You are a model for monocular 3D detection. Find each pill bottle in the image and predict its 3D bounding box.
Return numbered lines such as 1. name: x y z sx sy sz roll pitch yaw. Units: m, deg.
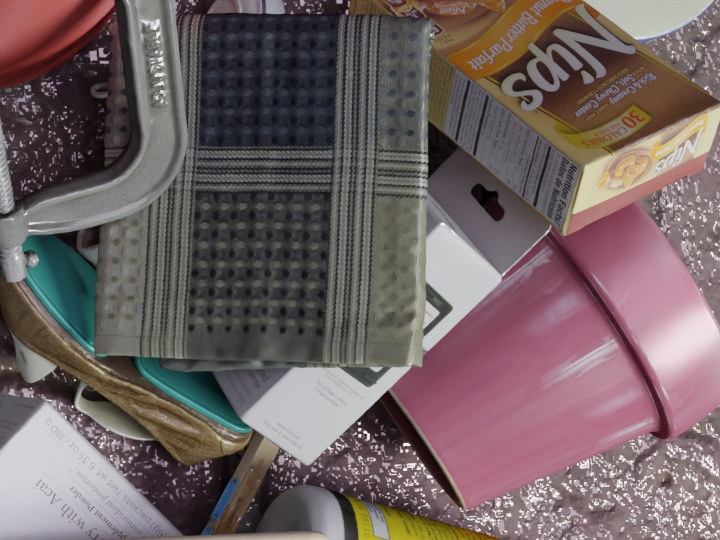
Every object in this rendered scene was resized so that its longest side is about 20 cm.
1. pill bottle: 0.035 0.207 1.135 0.200 0.112 0.113 18 81 -23

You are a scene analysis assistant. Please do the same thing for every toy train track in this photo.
1. toy train track: -0.107 0.178 1.112 0.200 0.033 0.115 -62 150 -23

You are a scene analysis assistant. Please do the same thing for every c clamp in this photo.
1. c clamp: -0.168 -0.079 0.957 0.171 0.027 0.200 -11 126 -22

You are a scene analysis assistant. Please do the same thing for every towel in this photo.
1. towel: -0.054 -0.043 1.027 0.192 0.035 0.200 2 84 13

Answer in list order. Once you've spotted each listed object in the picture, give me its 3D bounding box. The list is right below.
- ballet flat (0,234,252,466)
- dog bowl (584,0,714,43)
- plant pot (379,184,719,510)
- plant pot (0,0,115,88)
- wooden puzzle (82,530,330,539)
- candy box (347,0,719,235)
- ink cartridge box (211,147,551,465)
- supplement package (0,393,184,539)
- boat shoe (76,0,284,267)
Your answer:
1. ballet flat: -0.152 0.052 1.087 0.200 0.072 0.068 38 31 -22
2. dog bowl: 0.151 -0.242 1.225 0.200 0.079 0.200 1 87 -24
3. plant pot: 0.099 0.044 1.140 0.179 0.200 0.200 -34 101 -5
4. plant pot: -0.198 -0.204 1.017 0.200 0.177 0.201 1 88 -24
5. wooden puzzle: -0.101 0.239 0.968 0.185 0.046 0.200 0 93 -15
6. candy box: 0.097 -0.113 1.084 0.115 0.200 0.055 -25 142 -32
7. ink cartridge box: 0.000 0.000 1.082 0.200 0.116 0.068 -44 131 6
8. supplement package: -0.214 0.181 1.024 0.121 0.120 0.200 47 72 -16
9. boat shoe: -0.117 -0.092 1.101 0.086 0.075 0.202 28 83 -37
